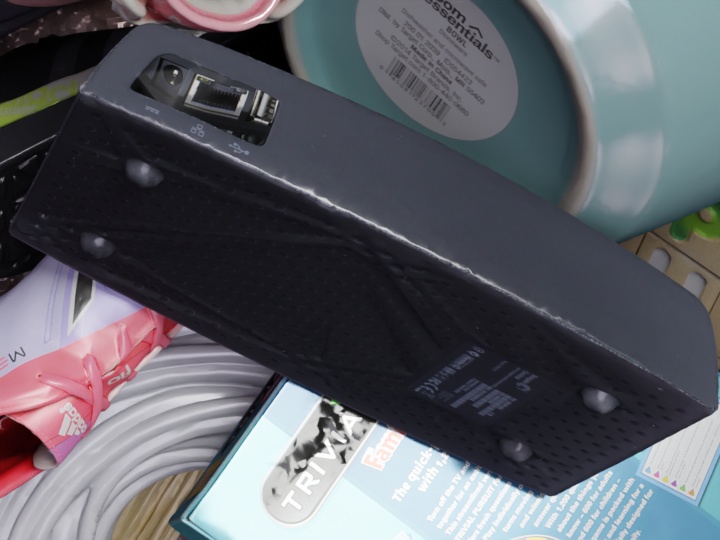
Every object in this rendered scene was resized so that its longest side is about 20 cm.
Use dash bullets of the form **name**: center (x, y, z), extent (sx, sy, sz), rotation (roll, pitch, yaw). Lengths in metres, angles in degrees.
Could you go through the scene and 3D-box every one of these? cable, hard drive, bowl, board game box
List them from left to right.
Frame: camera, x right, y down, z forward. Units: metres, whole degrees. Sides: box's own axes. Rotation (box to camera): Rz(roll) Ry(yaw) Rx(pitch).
- **cable**: center (-0.055, 0.108, 0.805), extent (0.199, 0.069, 0.201), rotation (34, 99, -12)
- **hard drive**: center (0.000, 0.000, 0.654), extent (0.199, 0.135, 0.043), rotation (26, 66, -9)
- **bowl**: center (0.050, -0.083, 0.662), extent (0.105, 0.200, 0.201), rotation (-45, 105, -35)
- **board game box**: center (0.059, 0.083, 0.744), extent (0.199, 0.047, 0.151), rotation (37, 77, -4)

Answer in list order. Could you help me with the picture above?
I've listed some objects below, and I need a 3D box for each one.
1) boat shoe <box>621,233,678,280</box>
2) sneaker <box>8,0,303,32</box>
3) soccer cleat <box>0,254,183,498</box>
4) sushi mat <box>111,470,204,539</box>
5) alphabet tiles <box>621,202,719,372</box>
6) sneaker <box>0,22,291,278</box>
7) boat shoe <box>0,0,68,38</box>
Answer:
- **boat shoe**: center (0.176, -0.053, 0.794), extent (0.199, 0.073, 0.064), rotation (-16, 108, 8)
- **sneaker**: center (-0.070, -0.102, 0.649), extent (0.075, 0.200, 0.106), rotation (-7, 72, -27)
- **soccer cleat**: center (-0.091, 0.021, 0.721), extent (0.199, 0.077, 0.067), rotation (-36, 137, -5)
- **sushi mat**: center (-0.096, 0.056, 0.830), extent (0.095, 0.012, 0.201), rotation (31, 100, -11)
- **alphabet tiles**: center (0.122, -0.029, 0.737), extent (0.166, 0.006, 0.201), rotation (36, 138, 15)
- **sneaker**: center (-0.082, -0.069, 0.774), extent (0.199, 0.083, 0.072), rotation (-21, 135, -21)
- **boat shoe**: center (-0.105, -0.125, 0.764), extent (0.199, 0.063, 0.073), rotation (-29, 103, 3)
